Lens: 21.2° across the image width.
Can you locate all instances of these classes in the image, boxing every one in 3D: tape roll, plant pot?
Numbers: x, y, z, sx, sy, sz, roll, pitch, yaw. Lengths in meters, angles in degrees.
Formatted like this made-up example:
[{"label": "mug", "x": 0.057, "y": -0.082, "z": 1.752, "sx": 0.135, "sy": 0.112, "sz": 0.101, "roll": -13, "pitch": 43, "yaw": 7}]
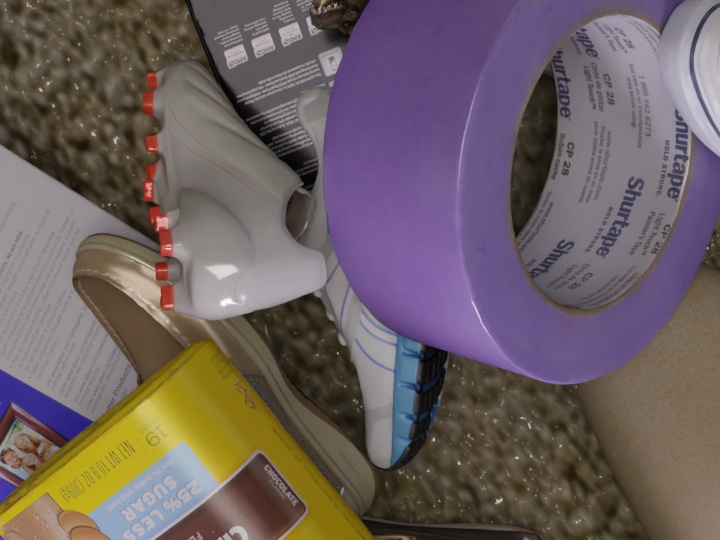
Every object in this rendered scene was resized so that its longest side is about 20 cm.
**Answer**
[{"label": "tape roll", "x": 0.081, "y": -0.055, "z": 0.883, "sx": 0.085, "sy": 0.199, "sz": 0.202, "roll": 14, "pitch": 95, "yaw": 43}, {"label": "plant pot", "x": 0.208, "y": 0.098, "z": 0.951, "sx": 0.187, "sy": 0.187, "sz": 0.200, "roll": -46, "pitch": 75, "yaw": 4}]

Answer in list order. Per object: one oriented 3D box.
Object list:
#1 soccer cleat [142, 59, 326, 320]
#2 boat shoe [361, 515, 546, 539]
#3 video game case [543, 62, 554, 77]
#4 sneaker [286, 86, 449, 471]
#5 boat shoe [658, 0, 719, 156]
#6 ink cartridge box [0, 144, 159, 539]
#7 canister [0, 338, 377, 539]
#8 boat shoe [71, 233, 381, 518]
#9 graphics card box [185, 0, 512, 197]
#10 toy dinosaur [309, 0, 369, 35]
[{"label": "soccer cleat", "x": -0.063, "y": -0.039, "z": 0.919, "sx": 0.077, "sy": 0.201, "sz": 0.070, "roll": -2, "pitch": 123, "yaw": -9}, {"label": "boat shoe", "x": 0.007, "y": 0.167, "z": 1.006, "sx": 0.198, "sy": 0.060, "sz": 0.073, "roll": -1, "pitch": 94, "yaw": 2}, {"label": "video game case", "x": 0.099, "y": -0.197, "z": 0.966, "sx": 0.199, "sy": 0.023, "sz": 0.183, "roll": 21, "pitch": 91, "yaw": -18}, {"label": "sneaker", "x": 0.000, "y": 0.000, "z": 0.952, "sx": 0.086, "sy": 0.075, "sz": 0.202, "roll": 3, "pitch": 104, "yaw": 12}, {"label": "boat shoe", "x": 0.222, "y": -0.066, "z": 0.900, "sx": 0.199, "sy": 0.067, "sz": 0.074, "roll": 30, "pitch": 81, "yaw": -36}, {"label": "ink cartridge box", "x": -0.190, "y": 0.044, "z": 0.944, "sx": 0.199, "sy": 0.043, "sz": 0.199, "roll": 34, "pitch": 70, "yaw": -27}, {"label": "canister", "x": -0.059, "y": 0.149, "z": 0.891, "sx": 0.148, "sy": 0.087, "sz": 0.200, "roll": -38, "pitch": 94, "yaw": 29}, {"label": "boat shoe", "x": -0.074, "y": 0.066, "z": 0.945, "sx": 0.200, "sy": 0.072, "sz": 0.065, "roll": 48, "pitch": 62, "yaw": -17}, {"label": "graphics card box", "x": -0.013, "y": -0.110, "z": 0.995, "sx": 0.125, "sy": 0.051, "sz": 0.201, "roll": -22, "pitch": 94, "yaw": 4}, {"label": "toy dinosaur", "x": 0.057, "y": -0.175, "z": 0.921, "sx": 0.198, "sy": 0.047, "sz": 0.089, "roll": -18, "pitch": 120, "yaw": -16}]
